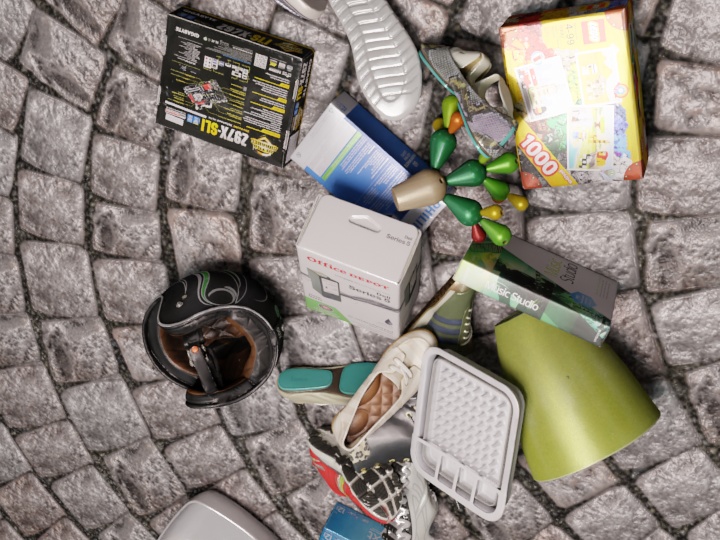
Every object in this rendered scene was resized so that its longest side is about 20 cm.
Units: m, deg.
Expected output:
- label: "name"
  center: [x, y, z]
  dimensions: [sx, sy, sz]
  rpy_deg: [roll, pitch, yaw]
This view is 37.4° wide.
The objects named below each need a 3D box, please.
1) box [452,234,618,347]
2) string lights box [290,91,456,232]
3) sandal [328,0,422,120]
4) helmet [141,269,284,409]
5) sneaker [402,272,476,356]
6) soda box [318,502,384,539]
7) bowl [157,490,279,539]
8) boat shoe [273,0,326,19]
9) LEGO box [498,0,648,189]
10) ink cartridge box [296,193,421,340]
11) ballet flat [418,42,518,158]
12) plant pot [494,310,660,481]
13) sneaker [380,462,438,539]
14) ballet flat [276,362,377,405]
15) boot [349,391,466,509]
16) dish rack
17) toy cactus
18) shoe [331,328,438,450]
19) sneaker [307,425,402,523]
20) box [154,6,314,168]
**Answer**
- label: "box"
  center: [0.226, 0.014, 1.349]
  dimensions: [0.198, 0.144, 0.037]
  rpy_deg: [23, 116, 7]
- label: "string lights box"
  center: [0.017, -0.128, 1.406]
  dimensions: [0.200, 0.059, 0.103]
  rpy_deg: [41, 121, -3]
- label: "sandal"
  center: [0.024, -0.289, 1.336]
  dimensions: [0.082, 0.050, 0.205]
  rpy_deg: [-21, 94, 12]
- label: "helmet"
  center: [-0.210, 0.091, 1.521]
  dimensions: [0.198, 0.191, 0.203]
  rpy_deg: [-4, 106, -15]
- label: "sneaker"
  center: [0.129, 0.074, 1.461]
  dimensions: [0.090, 0.067, 0.201]
  rpy_deg: [38, 127, -2]
- label: "soda box"
  center: [0.032, 0.450, 1.677]
  dimensions: [0.198, 0.068, 0.065]
  rpy_deg: [25, 121, 7]
- label: "bowl"
  center: [-0.230, 0.467, 1.778]
  dimensions: [0.199, 0.075, 0.200]
  rpy_deg: [38, 122, 1]
- label: "boat shoe"
  center: [-0.135, -0.372, 1.344]
  dimensions: [0.200, 0.075, 0.093]
  rpy_deg: [48, 128, 3]
- label: "LEGO box"
  center: [0.257, -0.209, 1.268]
  dimensions: [0.147, 0.077, 0.202]
  rpy_deg: [-4, 113, 22]
- label: "ink cartridge box"
  center: [0.000, 0.000, 1.402]
  dimensions: [0.144, 0.085, 0.200]
  rpy_deg: [20, 158, 11]
- label: "ballet flat"
  center: [0.136, -0.220, 1.270]
  dimensions: [0.071, 0.201, 0.072]
  rpy_deg: [-16, 143, -13]
- label: "plant pot"
  center: [0.261, 0.140, 1.392]
  dimensions: [0.186, 0.187, 0.201]
  rpy_deg: [-30, 88, 29]
- label: "sneaker"
  center: [0.077, 0.334, 1.609]
  dimensions: [0.080, 0.075, 0.203]
  rpy_deg: [-4, 104, -24]
- label: "ballet flat"
  center: [-0.028, 0.175, 1.575]
  dimensions: [0.198, 0.070, 0.070]
  rpy_deg: [0, 115, 22]
- label: "boot"
  center: [0.069, 0.267, 1.525]
  dimensions: [0.152, 0.074, 0.206]
  rpy_deg: [-20, 105, 2]
- label: "dish rack"
  center: [0.146, 0.209, 1.401]
  dimensions: [0.171, 0.043, 0.202]
  rpy_deg: [28, 123, 41]
- label: "toy cactus"
  center: [0.117, -0.119, 1.334]
  dimensions: [0.163, 0.102, 0.202]
  rpy_deg: [-19, 96, -5]
- label: "shoe"
  center: [0.036, 0.165, 1.440]
  dimensions: [0.070, 0.053, 0.200]
  rpy_deg: [38, 100, -9]
- label: "sneaker"
  center: [-0.006, 0.315, 1.598]
  dimensions: [0.200, 0.076, 0.086]
  rpy_deg: [40, 141, 40]
- label: "box"
  center: [-0.172, -0.246, 1.425]
  dimensions: [0.198, 0.049, 0.161]
  rpy_deg: [19, 122, 10]
